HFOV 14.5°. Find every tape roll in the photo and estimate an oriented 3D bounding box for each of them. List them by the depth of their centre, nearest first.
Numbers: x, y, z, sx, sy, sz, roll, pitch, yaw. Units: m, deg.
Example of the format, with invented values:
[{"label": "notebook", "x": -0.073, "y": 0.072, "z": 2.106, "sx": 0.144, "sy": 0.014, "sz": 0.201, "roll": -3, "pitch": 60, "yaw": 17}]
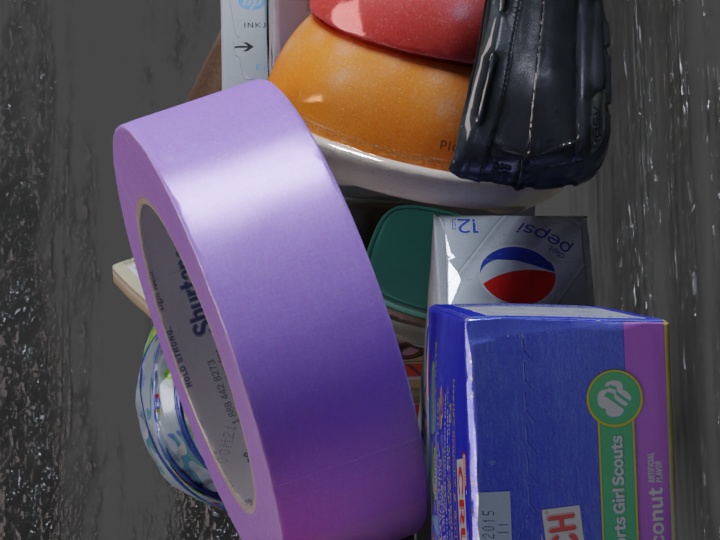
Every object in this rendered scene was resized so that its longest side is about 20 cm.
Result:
[{"label": "tape roll", "x": -0.039, "y": 0.025, "z": 1.173, "sx": 0.200, "sy": 0.065, "sz": 0.201, "roll": 161, "pitch": 90, "yaw": -78}]

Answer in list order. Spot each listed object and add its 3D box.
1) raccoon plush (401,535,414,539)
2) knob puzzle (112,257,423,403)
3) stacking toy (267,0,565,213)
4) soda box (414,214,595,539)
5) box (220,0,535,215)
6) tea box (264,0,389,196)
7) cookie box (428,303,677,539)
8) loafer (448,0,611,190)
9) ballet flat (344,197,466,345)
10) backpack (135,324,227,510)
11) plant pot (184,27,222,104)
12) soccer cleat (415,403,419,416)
[{"label": "raccoon plush", "x": -0.021, "y": 0.183, "z": 1.273, "sx": 0.097, "sy": 0.134, "sz": 0.201, "roll": -141, "pitch": 33, "yaw": -66}, {"label": "knob puzzle", "x": -0.002, "y": 0.007, "z": 1.406, "sx": 0.220, "sy": 0.219, "sz": 0.031, "roll": -96, "pitch": 3, "yaw": -60}, {"label": "stacking toy", "x": 0.041, "y": -0.136, "z": 1.219, "sx": 0.146, "sy": 0.146, "sz": 0.201, "roll": -100, "pitch": 23, "yaw": -72}, {"label": "soda box", "x": 0.061, "y": 0.061, "z": 1.241, "sx": 0.200, "sy": 0.068, "sz": 0.064, "roll": 94, "pitch": 176, "yaw": -51}, {"label": "box", "x": 0.005, "y": -0.088, "z": 1.465, "sx": 0.200, "sy": 0.155, "sz": 0.041, "roll": -95, "pitch": 6, "yaw": -48}, {"label": "tea box", "x": 0.019, "y": -0.172, "z": 1.374, "sx": 0.197, "sy": 0.133, "sz": 0.200, "roll": -93, "pitch": 4, "yaw": -52}, {"label": "cookie box", "x": 0.068, "y": 0.098, "z": 1.043, "sx": 0.200, "sy": 0.075, "sz": 0.172, "roll": -155, "pitch": 63, "yaw": -88}, {"label": "loafer", "x": 0.063, "y": -0.132, "z": 1.138, "sx": 0.068, "sy": 0.070, "sz": 0.201, "roll": 100, "pitch": 170, "yaw": -82}, {"label": "ballet flat", "x": 0.000, "y": 0.000, "z": 1.337, "sx": 0.064, "sy": 0.199, "sz": 0.068, "roll": 81, "pitch": -153, "yaw": -58}, {"label": "backpack", "x": -0.019, "y": 0.060, "z": 1.496, "sx": 0.154, "sy": 0.199, "sz": 0.164, "roll": -126, "pitch": 35, "yaw": -86}, {"label": "plant pot", "x": -0.001, "y": -0.127, "z": 1.635, "sx": 0.187, "sy": 0.186, "sz": 0.201, "roll": 99, "pitch": -175, "yaw": -72}, {"label": "soccer cleat", "x": 0.049, "y": 0.134, "z": 1.428, "sx": 0.068, "sy": 0.073, "sz": 0.200, "roll": -96, "pitch": 5, "yaw": -51}]
